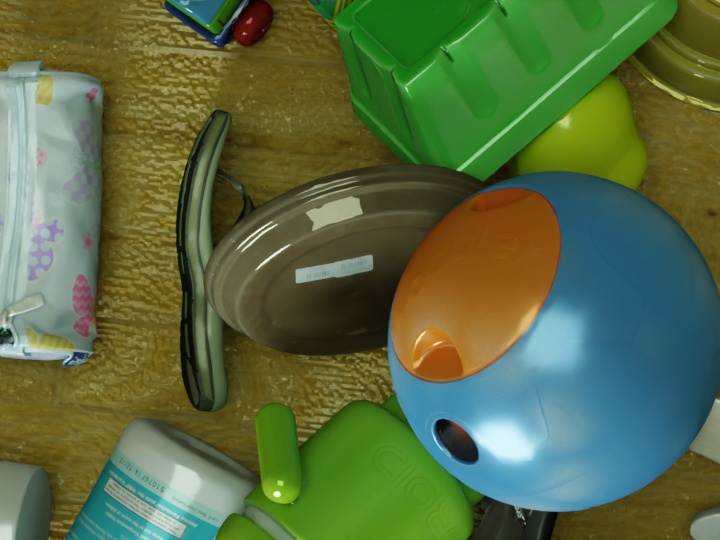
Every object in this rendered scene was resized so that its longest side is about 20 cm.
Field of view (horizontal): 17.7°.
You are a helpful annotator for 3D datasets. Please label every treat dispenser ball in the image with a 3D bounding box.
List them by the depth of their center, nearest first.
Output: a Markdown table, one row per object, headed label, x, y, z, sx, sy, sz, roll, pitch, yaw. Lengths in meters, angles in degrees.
| label | x | y | z | sx | sy | sz | roll | pitch | yaw |
| --- | --- | --- | --- | --- | --- | --- | --- | --- | --- |
| treat dispenser ball | 0.116 | 0.042 | 1.374 | 0.200 | 0.201 | 0.202 | 0 | 87 | 7 |

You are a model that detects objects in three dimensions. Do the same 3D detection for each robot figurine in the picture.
| label | x | y | z | sx | sy | sz | roll | pitch | yaw |
| --- | --- | --- | --- | --- | --- | --- | --- | --- | --- |
| robot figurine | -0.009 | 0.163 | 1.459 | 0.200 | 0.176 | 0.116 | -42 | 41 | -15 |

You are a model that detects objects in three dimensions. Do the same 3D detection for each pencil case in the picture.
| label | x | y | z | sx | sy | sz | roll | pitch | yaw |
| --- | --- | --- | --- | --- | --- | --- | --- | --- | --- |
| pencil case | -0.218 | -0.037 | 1.552 | 0.083 | 0.091 | 0.201 | 1 | 85 | 28 |

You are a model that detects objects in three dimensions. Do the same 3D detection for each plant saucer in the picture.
| label | x | y | z | sx | sy | sz | roll | pitch | yaw |
| --- | --- | --- | --- | --- | --- | --- | --- | --- | --- |
| plant saucer | 0.000 | 0.000 | 1.472 | 0.199 | 0.200 | 0.030 | -17 | 60 | 6 |

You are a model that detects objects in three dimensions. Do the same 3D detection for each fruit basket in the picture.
| label | x | y | z | sx | sy | sz | roll | pitch | yaw |
| --- | --- | --- | --- | --- | --- | --- | --- | --- | --- |
| fruit basket | 0.108 | -0.128 | 1.503 | 0.216 | 0.216 | 0.156 | -45 | 48 | 3 |

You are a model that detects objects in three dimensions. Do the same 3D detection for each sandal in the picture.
| label | x | y | z | sx | sy | sz | roll | pitch | yaw |
| --- | --- | --- | --- | --- | --- | --- | --- | --- | --- |
| sandal | -0.092 | -0.007 | 1.550 | 0.057 | 0.080 | 0.202 | -2 | 93 | -10 |

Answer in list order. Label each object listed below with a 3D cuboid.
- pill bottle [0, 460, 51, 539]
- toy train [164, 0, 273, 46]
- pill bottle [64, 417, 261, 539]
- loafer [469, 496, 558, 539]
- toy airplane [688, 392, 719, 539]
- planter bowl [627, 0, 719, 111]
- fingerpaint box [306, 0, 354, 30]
| label | x | y | z | sx | sy | sz | roll | pitch | yaw |
| --- | --- | --- | --- | --- | --- | --- | --- | --- | --- |
| pill bottle | -0.314 | 0.167 | 1.541 | 0.199 | 0.114 | 0.114 | 5 | 88 | 7 |
| toy train | -0.063 | -0.249 | 1.530 | 0.085 | 0.116 | 0.200 | 36 | 92 | 9 |
| pill bottle | -0.149 | 0.206 | 1.520 | 0.111 | 0.111 | 0.200 | 29 | 90 | 8 |
| loafer | 0.101 | 0.133 | 1.512 | 0.071 | 0.073 | 0.201 | 18 | 88 | 8 |
| toy airplane | 0.280 | 0.110 | 1.457 | 0.200 | 0.141 | 0.200 | -25 | 85 | 5 |
| planter bowl | 0.251 | -0.207 | 1.507 | 0.200 | 0.083 | 0.201 | 0 | 87 | 8 |
| fingerpaint box | 0.034 | -0.248 | 1.490 | 0.200 | 0.167 | 0.073 | -44 | 70 | 2 |
